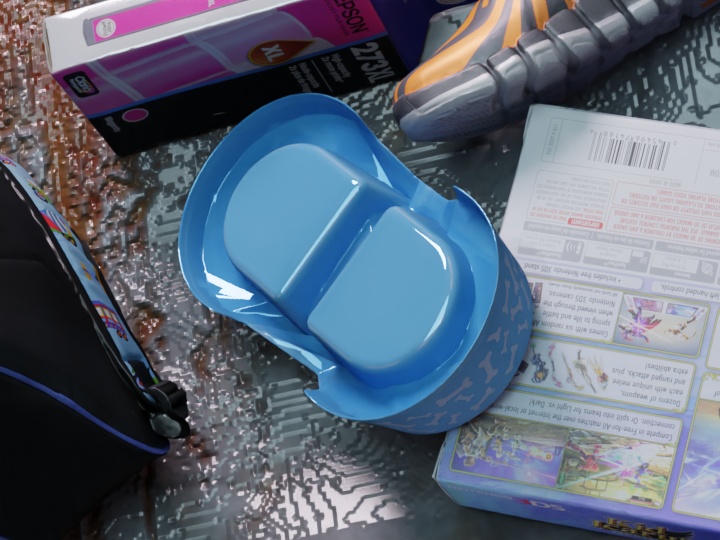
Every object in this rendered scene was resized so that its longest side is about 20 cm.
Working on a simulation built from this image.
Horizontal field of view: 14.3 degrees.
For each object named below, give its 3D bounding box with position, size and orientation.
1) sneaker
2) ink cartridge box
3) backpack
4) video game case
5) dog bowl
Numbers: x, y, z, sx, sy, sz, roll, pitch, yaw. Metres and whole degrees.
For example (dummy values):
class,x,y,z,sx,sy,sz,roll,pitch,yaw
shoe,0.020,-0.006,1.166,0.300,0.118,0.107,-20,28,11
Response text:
class,x,y,z,sx,sy,sz,roll,pitch,yaw
sneaker,0.085,-0.144,1.323,0.199,0.078,0.112,-30,79,-9
ink cartridge box,-0.040,-0.111,1.347,0.199,0.095,0.037,-17,64,9
backpack,-0.196,0.019,1.300,0.134,0.182,0.200,-43,47,15
video game case,0.150,0.030,1.258,0.199,0.045,0.182,9,71,20
dog bowl,0.000,0.000,1.286,0.112,0.050,0.200,-54,47,2
